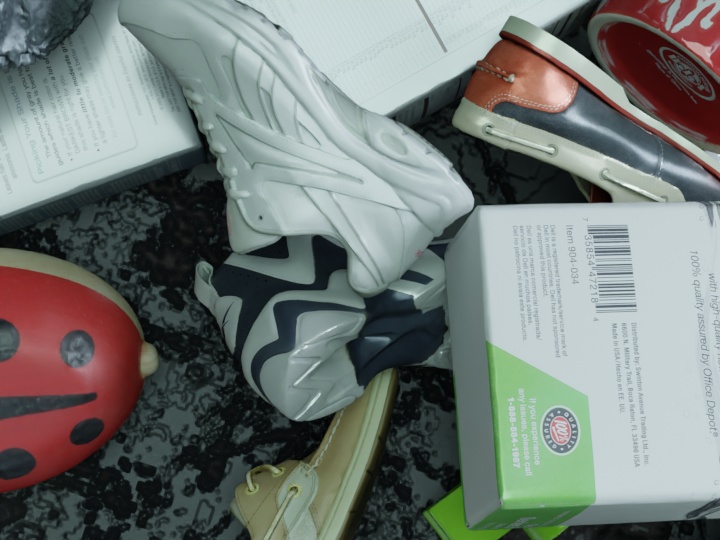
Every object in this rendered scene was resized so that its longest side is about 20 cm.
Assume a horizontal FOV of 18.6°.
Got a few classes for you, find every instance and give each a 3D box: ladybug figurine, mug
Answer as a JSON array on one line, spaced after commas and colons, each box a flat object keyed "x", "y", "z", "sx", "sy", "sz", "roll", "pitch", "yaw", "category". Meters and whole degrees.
[{"x": -0.203, "y": 0.059, "z": 1.141, "sx": 0.198, "sy": 0.072, "sz": 0.137, "roll": -10, "pitch": 110, "yaw": -7, "category": "ladybug figurine"}, {"x": 0.234, "y": -0.157, "z": 1.135, "sx": 0.177, "sy": 0.134, "sz": 0.200, "roll": 36, "pitch": 76, "yaw": 17, "category": "mug"}]

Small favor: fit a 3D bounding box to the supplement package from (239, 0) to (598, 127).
[{"x": 0.013, "y": -0.135, "z": 1.159, "sx": 0.199, "sy": 0.110, "sz": 0.114, "roll": -29, "pitch": 88, "yaw": -3, "category": "supplement package"}]

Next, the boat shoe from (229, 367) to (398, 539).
[{"x": -0.038, "y": 0.134, "z": 1.156, "sx": 0.066, "sy": 0.074, "sz": 0.201, "roll": 22, "pitch": 78, "yaw": 7, "category": "boat shoe"}]

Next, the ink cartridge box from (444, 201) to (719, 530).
[{"x": 0.149, "y": 0.046, "z": 1.071, "sx": 0.198, "sy": 0.084, "sz": 0.147, "roll": -1, "pitch": 75, "yaw": -10, "category": "ink cartridge box"}]

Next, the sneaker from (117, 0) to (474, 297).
[{"x": -0.047, "y": -0.061, "z": 1.062, "sx": 0.199, "sy": 0.078, "sz": 0.100, "roll": 38, "pitch": 91, "yaw": 0, "category": "sneaker"}]

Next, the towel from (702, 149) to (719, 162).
[{"x": 0.251, "y": -0.004, "z": 1.197, "sx": 0.190, "sy": 0.032, "sz": 0.201, "roll": 30, "pitch": 86, "yaw": 0, "category": "towel"}]

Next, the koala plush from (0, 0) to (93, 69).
[{"x": -0.238, "y": -0.186, "z": 1.114, "sx": 0.183, "sy": 0.199, "sz": 0.179, "roll": -13, "pitch": 111, "yaw": -37, "category": "koala plush"}]

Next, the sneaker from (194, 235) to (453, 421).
[{"x": 0.000, "y": 0.000, "z": 1.165, "sx": 0.198, "sy": 0.080, "sz": 0.129, "roll": -24, "pitch": 47, "yaw": -30, "category": "sneaker"}]

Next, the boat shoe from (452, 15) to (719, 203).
[{"x": 0.131, "y": -0.053, "z": 1.121, "sx": 0.199, "sy": 0.071, "sz": 0.063, "roll": 32, "pitch": 88, "yaw": -31, "category": "boat shoe"}]

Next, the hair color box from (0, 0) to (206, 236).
[{"x": -0.192, "y": -0.074, "z": 1.173, "sx": 0.198, "sy": 0.061, "sz": 0.100, "roll": -20, "pitch": 86, "yaw": -4, "category": "hair color box"}]

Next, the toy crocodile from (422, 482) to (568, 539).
[{"x": 0.116, "y": 0.082, "z": 1.164, "sx": 0.200, "sy": 0.062, "sz": 0.068, "roll": -44, "pitch": 86, "yaw": 17, "category": "toy crocodile"}]
